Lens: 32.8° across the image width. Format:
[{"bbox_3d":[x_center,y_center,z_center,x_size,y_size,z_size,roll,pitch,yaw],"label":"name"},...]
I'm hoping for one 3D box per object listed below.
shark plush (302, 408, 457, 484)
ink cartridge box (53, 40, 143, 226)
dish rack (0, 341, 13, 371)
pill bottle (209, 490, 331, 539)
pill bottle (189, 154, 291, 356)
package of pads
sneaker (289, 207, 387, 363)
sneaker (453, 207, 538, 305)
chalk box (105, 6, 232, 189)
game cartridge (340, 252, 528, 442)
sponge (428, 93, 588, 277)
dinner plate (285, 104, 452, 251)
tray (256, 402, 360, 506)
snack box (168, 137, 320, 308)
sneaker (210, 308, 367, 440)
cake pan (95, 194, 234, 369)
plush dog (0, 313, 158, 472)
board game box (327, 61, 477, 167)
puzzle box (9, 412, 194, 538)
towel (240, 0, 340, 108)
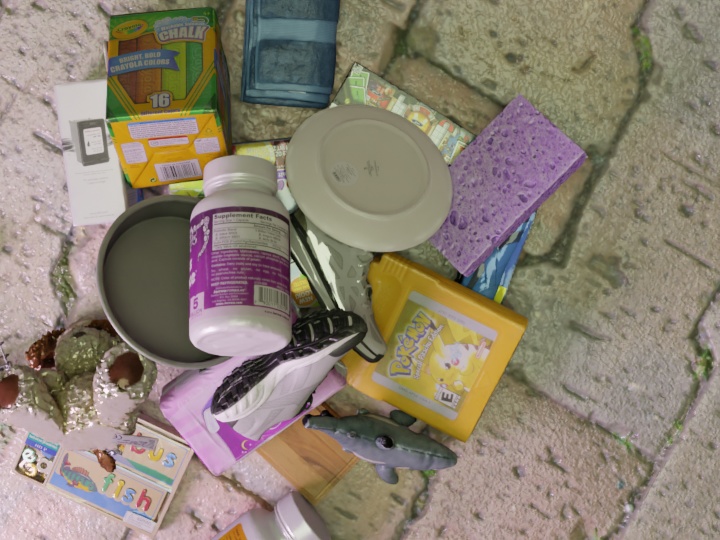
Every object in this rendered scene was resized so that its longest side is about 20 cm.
[{"bbox_3d":[0.021,0.190,1.445,0.199,0.083,0.091,35,77,-31],"label":"shark plush"},{"bbox_3d":[-0.302,-0.158,1.416,0.066,0.116,0.202,-6,97,1],"label":"ink cartridge box"},{"bbox_3d":[-0.498,0.090,1.475,0.152,0.055,0.202,-19,99,3],"label":"dish rack"},{"bbox_3d":[-0.135,0.360,1.483,0.199,0.111,0.111,-38,96,4],"label":"pill bottle"},{"bbox_3d":[-0.130,-0.017,1.324,0.111,0.112,0.202,-2,70,-1],"label":"pill bottle"},{"bbox_3d":[-0.123,0.136,1.430,0.199,0.076,0.121,-36,107,7],"label":"package of pads"},{"bbox_3d":[0.000,0.000,1.397,0.115,0.076,0.201,-32,97,5],"label":"sneaker"},{"bbox_3d":[0.156,-0.042,1.461,0.078,0.066,0.202,20,97,-4],"label":"sneaker"},{"bbox_3d":[-0.214,-0.214,1.385,0.123,0.124,0.202,-7,58,0],"label":"chalk box"},{"bbox_3d":[0.075,0.090,1.462,0.199,0.032,0.177,25,112,2],"label":"game cartridge"},{"bbox_3d":[0.156,-0.100,1.428,0.200,0.030,0.112,-45,67,5],"label":"sponge"},{"bbox_3d":[0.013,-0.113,1.389,0.198,0.024,0.202,7,59,-11],"label":"dinner plate"},{"bbox_3d":[-0.094,0.184,1.500,0.200,0.037,0.099,43,95,-6],"label":"tray"},{"bbox_3d":[-0.136,-0.051,1.455,0.167,0.068,0.202,-7,99,-1],"label":"snack box"},{"bbox_3d":[-0.071,0.115,1.357,0.199,0.074,0.079,-36,119,13],"label":"sneaker"},{"bbox_3d":[-0.201,0.015,1.362,0.198,0.037,0.202,10,68,-25],"label":"cake pan"},{"bbox_3d":[-0.310,0.124,1.431,0.198,0.173,0.161,-12,135,9],"label":"plush dog"},{"bbox_3d":[0.052,-0.154,1.468,0.199,0.023,0.105,30,98,-4],"label":"board game box"},{"bbox_3d":[-0.314,0.229,1.508,0.198,0.025,0.134,25,95,-3],"label":"puzzle box"},{"bbox_3d":[-0.080,-0.294,1.436,0.110,0.049,0.202,4,97,-2],"label":"towel"}]
